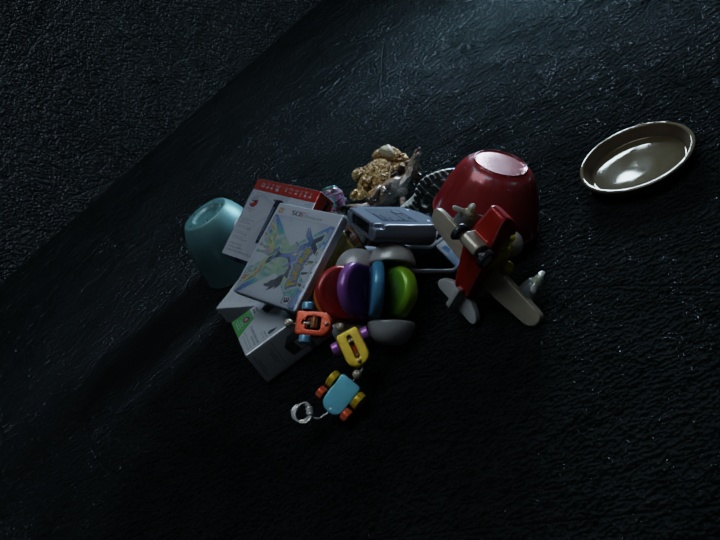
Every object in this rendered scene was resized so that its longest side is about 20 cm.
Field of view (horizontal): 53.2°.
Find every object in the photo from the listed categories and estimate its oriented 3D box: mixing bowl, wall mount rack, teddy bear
[{"bbox_3d":[0.233,-0.143,1.271,0.197,0.109,0.201,7,34,-5],"label":"mixing bowl"},{"bbox_3d":[0.152,-0.049,1.351,0.173,0.075,0.200,-36,29,1],"label":"wall mount rack"},{"bbox_3d":[0.044,-0.236,1.735,0.144,0.067,0.200,12,54,49],"label":"teddy bear"}]

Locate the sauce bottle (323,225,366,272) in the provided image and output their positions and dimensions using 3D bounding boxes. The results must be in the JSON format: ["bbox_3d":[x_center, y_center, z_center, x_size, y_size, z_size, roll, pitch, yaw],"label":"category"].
[{"bbox_3d":[-0.083,-0.006,1.364,0.199,0.066,0.066,-34,30,-1],"label":"sauce bottle"}]

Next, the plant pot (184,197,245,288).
[{"bbox_3d":[-0.346,-0.083,1.808,0.199,0.162,0.202,-25,30,16],"label":"plant pot"}]

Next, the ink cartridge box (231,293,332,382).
[{"bbox_3d":[-0.139,0.101,1.412,0.199,0.084,0.146,-36,31,-5],"label":"ink cartridge box"}]

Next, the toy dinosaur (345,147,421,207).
[{"bbox_3d":[0.068,-0.180,1.618,0.198,0.086,0.136,-24,30,27],"label":"toy dinosaur"}]

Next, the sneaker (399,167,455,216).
[{"bbox_3d":[0.147,-0.155,1.465,0.200,0.079,0.090,-37,5,47],"label":"sneaker"}]

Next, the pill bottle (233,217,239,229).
[{"bbox_3d":[-0.180,-0.084,1.637,0.197,0.117,0.117,-7,34,6],"label":"pill bottle"}]

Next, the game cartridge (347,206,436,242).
[{"bbox_3d":[0.061,-0.085,1.314,0.131,0.042,0.200,4,13,-15],"label":"game cartridge"}]

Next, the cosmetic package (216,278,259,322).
[{"bbox_3d":[-0.207,0.043,1.598,0.198,0.052,0.152,-5,42,41],"label":"cosmetic package"}]

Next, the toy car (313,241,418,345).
[{"bbox_3d":[0.001,0.039,1.246,0.198,0.149,0.178,-8,73,42],"label":"toy car"}]

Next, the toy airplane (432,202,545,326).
[{"bbox_3d":[0.205,-0.013,1.161,0.140,0.202,0.199,-28,14,-24],"label":"toy airplane"}]

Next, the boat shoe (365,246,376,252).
[{"bbox_3d":[0.000,0.000,1.453,0.199,0.073,0.067,-5,55,55],"label":"boat shoe"}]

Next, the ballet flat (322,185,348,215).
[{"bbox_3d":[-0.059,-0.145,1.682,0.068,0.072,0.200,-12,-4,1],"label":"ballet flat"}]

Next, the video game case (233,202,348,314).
[{"bbox_3d":[-0.134,-0.027,1.353,0.181,0.022,0.202,14,72,41],"label":"video game case"}]

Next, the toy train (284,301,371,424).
[{"bbox_3d":[-0.053,0.155,1.196,0.148,0.056,0.203,-2,73,11],"label":"toy train"}]

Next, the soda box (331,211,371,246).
[{"bbox_3d":[-0.073,-0.088,1.528,0.198,0.063,0.072,19,76,13],"label":"soda box"}]

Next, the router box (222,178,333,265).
[{"bbox_3d":[-0.170,-0.086,1.469,0.199,0.049,0.181,15,76,41],"label":"router box"}]

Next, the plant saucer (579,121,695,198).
[{"bbox_3d":[0.489,-0.193,1.269,0.198,0.030,0.201,-26,30,16],"label":"plant saucer"}]
